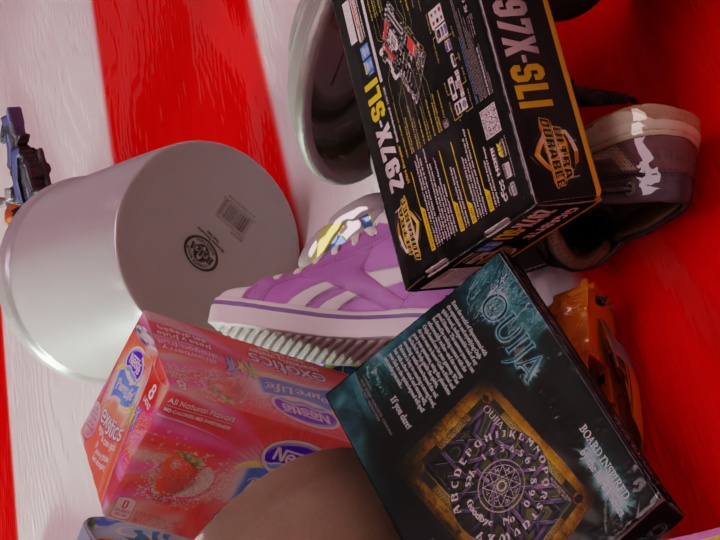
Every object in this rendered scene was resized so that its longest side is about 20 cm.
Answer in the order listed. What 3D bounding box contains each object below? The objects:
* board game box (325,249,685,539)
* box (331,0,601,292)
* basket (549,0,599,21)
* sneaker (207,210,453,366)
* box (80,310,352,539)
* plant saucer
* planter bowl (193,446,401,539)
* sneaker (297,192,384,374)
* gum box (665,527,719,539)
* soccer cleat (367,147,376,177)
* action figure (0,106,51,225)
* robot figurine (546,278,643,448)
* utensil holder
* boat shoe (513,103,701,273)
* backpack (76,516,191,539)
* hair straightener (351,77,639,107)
[{"bbox_3d":[0.072,0.098,1.153,0.135,0.028,0.200,-39,47,11],"label":"board game box"},{"bbox_3d":[0.056,-0.106,1.231,0.160,0.049,0.200,-38,64,60],"label":"box"},{"bbox_3d":[0.170,-0.256,1.222,0.200,0.136,0.181,-22,46,51],"label":"basket"},{"bbox_3d":[0.000,0.000,1.385,0.200,0.073,0.114,1,71,23],"label":"sneaker"},{"bbox_3d":[-0.062,0.114,1.353,0.103,0.200,0.095,-61,28,19],"label":"box"},{"bbox_3d":[0.001,-0.157,1.413,0.050,0.200,0.200,23,96,25],"label":"plant saucer"},{"bbox_3d":[-0.009,0.222,1.235,0.135,0.200,0.200,36,109,33],"label":"planter bowl"},{"bbox_3d":[-0.008,0.045,1.453,0.200,0.076,0.105,-57,47,32],"label":"sneaker"},{"bbox_3d":[0.178,0.177,0.967,0.200,0.066,0.114,-24,34,49],"label":"gum box"},{"bbox_3d":[0.074,-0.141,1.414,0.073,0.068,0.200,26,95,40],"label":"soccer cleat"},{"bbox_3d":[-0.281,-0.052,1.967,0.193,0.105,0.200,-8,92,55],"label":"action figure"},{"bbox_3d":[0.101,0.110,1.186,0.145,0.058,0.200,-20,54,29],"label":"robot figurine"},{"bbox_3d":[-0.164,-0.005,1.650,0.200,0.170,0.170,-14,62,57],"label":"utensil holder"},{"bbox_3d":[0.122,-0.032,1.240,0.200,0.072,0.065,-31,47,48],"label":"boat shoe"},{"bbox_3d":[-0.132,0.264,1.415,0.147,0.183,0.200,-60,35,25],"label":"backpack"},{"bbox_3d":[0.088,-0.090,1.334,0.200,0.077,0.041,1,35,37],"label":"hair straightener"}]
